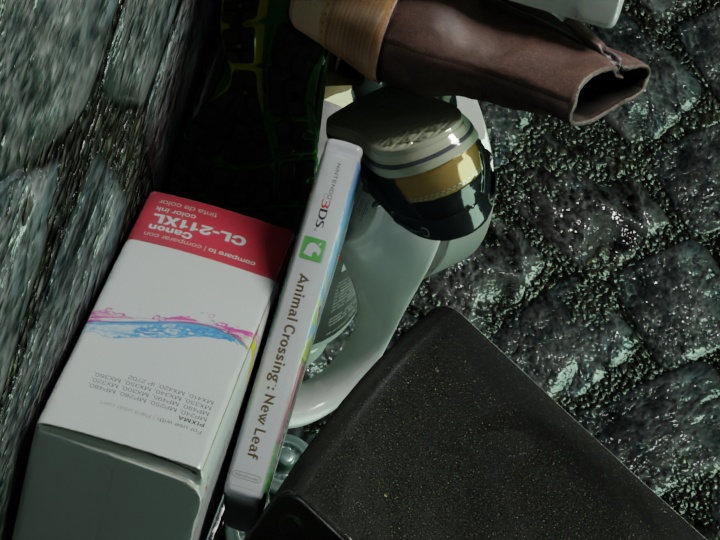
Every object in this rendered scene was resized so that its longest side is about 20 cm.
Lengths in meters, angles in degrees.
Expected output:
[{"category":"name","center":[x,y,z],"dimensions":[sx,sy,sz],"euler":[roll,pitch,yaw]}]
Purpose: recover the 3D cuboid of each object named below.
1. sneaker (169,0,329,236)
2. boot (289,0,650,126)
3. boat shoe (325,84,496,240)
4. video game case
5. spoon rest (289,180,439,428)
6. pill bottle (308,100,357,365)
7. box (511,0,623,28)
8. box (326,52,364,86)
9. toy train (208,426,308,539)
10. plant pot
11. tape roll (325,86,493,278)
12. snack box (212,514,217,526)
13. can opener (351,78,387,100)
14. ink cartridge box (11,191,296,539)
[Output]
[{"category":"sneaker","center":[-0.049,-0.092,1.305],"dimensions":[0.085,0.078,0.200],"euler":[-66,173,-79]},{"category":"boot","center":[0.072,-0.118,1.236],"dimensions":[0.200,0.166,0.072],"euler":[-26,134,-63]},{"category":"boat shoe","center":[0.029,-0.061,1.248],"dimensions":[0.200,0.075,0.062],"euler":[-121,-174,-73]},{"category":"video game case","center":[-0.036,0.041,1.246],"dimensions":[0.200,0.022,0.182],"euler":[104,2,-79]},{"category":"spoon rest","center":[0.000,0.000,1.394],"dimensions":[0.099,0.061,0.200],"euler":[47,-60,44]},{"category":"pill bottle","center":[-0.048,-0.014,1.529],"dimensions":[0.200,0.111,0.111],"euler":[103,4,-59]},{"category":"box","center":[0.060,-0.248,1.175],"dimensions":[0.131,0.199,0.200],"euler":[-64,169,-69]},{"category":"box","center":[-0.011,-0.187,1.406],"dimensions":[0.200,0.021,0.164],"euler":[-167,-87,-73]},{"category":"toy train","center":[-0.103,0.172,1.569],"dimensions":[0.085,0.114,0.200],"euler":[111,-1,-58]},{"category":"plant pot","center":[0.022,0.171,1.186],"dimensions":[0.200,0.200,0.177],"euler":[-55,166,29]},{"category":"tape roll","center":[0.010,-0.090,1.535],"dimensions":[0.037,0.203,0.203],"euler":[-25,151,-28]},{"category":"snack box","center":[-0.116,0.119,1.416],"dimensions":[0.200,0.068,0.169],"euler":[106,3,-51]},{"category":"can opener","center":[0.019,-0.185,1.408],"dimensions":[0.067,0.053,0.200],"euler":[70,19,-54]},{"category":"ink cartridge box","center":[-0.104,0.079,1.170],"dimensions":[0.200,0.083,0.146],"euler":[-71,178,-55]}]
